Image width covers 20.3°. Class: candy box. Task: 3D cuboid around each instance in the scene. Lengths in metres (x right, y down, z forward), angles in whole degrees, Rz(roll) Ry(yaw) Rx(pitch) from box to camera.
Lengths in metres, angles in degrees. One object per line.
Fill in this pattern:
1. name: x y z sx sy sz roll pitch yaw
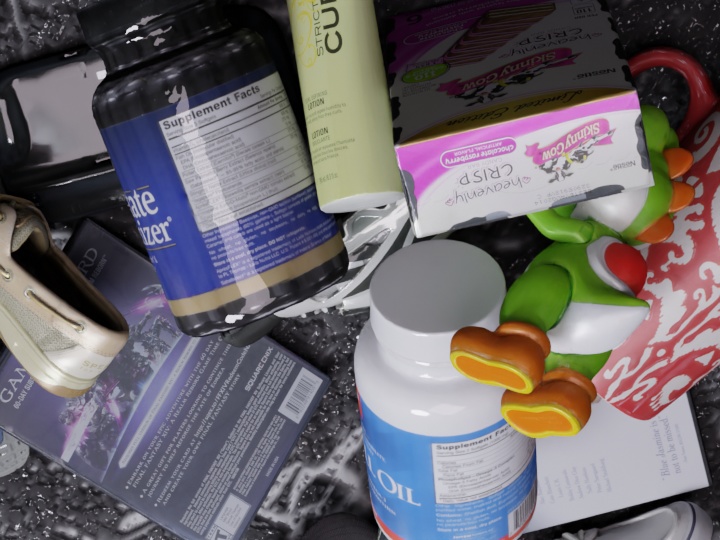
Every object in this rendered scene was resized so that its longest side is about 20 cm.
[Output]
1. candy box: 0.086 -0.101 1.154 0.135 0.200 0.061 -13 118 5

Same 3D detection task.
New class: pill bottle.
1. pill bottle: 0.053 0.080 1.251 0.111 0.113 0.201 -5 132 2
2. pill bottle: -0.090 -0.072 1.171 0.111 0.112 0.201 -20 98 9

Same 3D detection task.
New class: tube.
1. tube: -0.016 -0.135 1.158 0.058 0.052 0.201 -10 83 9

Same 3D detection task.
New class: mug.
1. mug: 0.205 -0.027 1.252 0.200 0.178 0.133 -46 143 20

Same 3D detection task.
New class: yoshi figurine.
1. yoshi figurine: 0.116 -0.010 1.166 0.111 0.201 0.112 28 158 2

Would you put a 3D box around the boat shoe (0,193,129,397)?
1. boat shoe: -0.218 -0.016 1.232 0.200 0.072 0.065 50 117 10

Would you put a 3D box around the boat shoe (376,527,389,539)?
1. boat shoe: 0.067 0.252 1.362 0.072 0.062 0.201 -25 95 14

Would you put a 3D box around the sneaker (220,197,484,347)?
1. sneaker: 0.000 0.000 1.275 0.200 0.074 0.089 -38 110 17

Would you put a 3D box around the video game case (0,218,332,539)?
1. video game case: -0.133 0.080 1.304 0.199 0.019 0.143 34 78 -16

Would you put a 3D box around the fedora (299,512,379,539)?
1. fedora: -0.027 0.266 1.382 0.090 0.178 0.200 -13 138 38

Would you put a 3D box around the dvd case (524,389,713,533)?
1. dvd case: 0.129 0.111 1.367 0.199 0.018 0.143 -15 117 7

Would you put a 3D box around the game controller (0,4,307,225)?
1. game controller: -0.136 -0.096 1.249 0.199 0.042 0.105 -14 102 6

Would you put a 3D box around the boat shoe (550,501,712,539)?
1. boat shoe: 0.150 0.214 1.395 0.200 0.072 0.066 -35 118 25

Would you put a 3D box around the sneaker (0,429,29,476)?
1. sneaker: -0.277 0.064 1.306 0.074 0.087 0.200 -24 134 9
